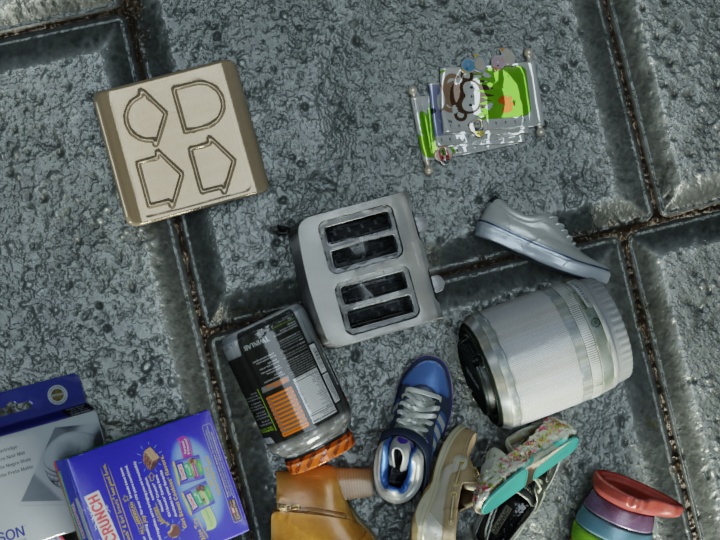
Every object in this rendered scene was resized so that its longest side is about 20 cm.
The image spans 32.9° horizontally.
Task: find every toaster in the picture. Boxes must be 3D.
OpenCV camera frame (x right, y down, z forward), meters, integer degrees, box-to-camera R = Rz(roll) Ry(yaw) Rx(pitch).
[{"bbox_3d":[0.000,0.000,1.615,0.199,0.119,0.182,-15,88,-8],"label":"toaster"}]

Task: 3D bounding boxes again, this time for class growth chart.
[{"bbox_3d":[0.163,-0.228,1.698,0.199,0.018,0.146,-17,89,-8],"label":"growth chart"}]

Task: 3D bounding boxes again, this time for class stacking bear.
[{"bbox_3d":[0.332,0.383,1.644,0.121,0.114,0.201,16,97,-35],"label":"stacking bear"}]

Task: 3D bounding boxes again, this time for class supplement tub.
[{"bbox_3d":[-0.090,0.156,1.597,0.122,0.123,0.201,-24,91,-7],"label":"supplement tub"}]

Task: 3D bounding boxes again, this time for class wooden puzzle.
[{"bbox_3d":[-0.240,-0.170,1.637,0.199,0.046,0.187,-15,90,-12],"label":"wooden puzzle"}]

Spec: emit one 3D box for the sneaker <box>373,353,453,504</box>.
[{"bbox_3d":[0.071,0.208,1.596,0.080,0.146,0.201,17,87,6],"label":"sneaker"}]

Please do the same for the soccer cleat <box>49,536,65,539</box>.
[{"bbox_3d":[-0.441,0.340,1.583,0.200,0.068,0.073,37,62,-1],"label":"soccer cleat"}]

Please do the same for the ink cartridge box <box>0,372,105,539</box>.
[{"bbox_3d":[-0.422,0.246,1.554,0.199,0.041,0.201,-15,84,-28],"label":"ink cartridge box"}]

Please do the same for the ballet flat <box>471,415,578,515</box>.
[{"bbox_3d":[0.203,0.251,1.596,0.199,0.076,0.064,-26,53,-36],"label":"ballet flat"}]

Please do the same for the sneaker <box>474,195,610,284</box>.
[{"bbox_3d":[0.257,-0.042,1.672,0.199,0.073,0.071,23,88,-5],"label":"sneaker"}]

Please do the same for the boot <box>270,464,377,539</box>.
[{"bbox_3d":[-0.047,0.362,1.626,0.143,0.071,0.203,-5,85,-1],"label":"boot"}]

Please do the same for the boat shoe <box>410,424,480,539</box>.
[{"bbox_3d":[0.125,0.287,1.598,0.069,0.074,0.200,13,44,16],"label":"boat shoe"}]

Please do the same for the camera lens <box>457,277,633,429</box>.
[{"bbox_3d":[0.239,0.109,1.618,0.199,0.160,0.161,-20,90,-7],"label":"camera lens"}]

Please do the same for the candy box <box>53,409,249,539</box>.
[{"bbox_3d":[-0.266,0.289,1.555,0.199,0.077,0.170,-16,84,-31],"label":"candy box"}]

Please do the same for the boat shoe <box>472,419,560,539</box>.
[{"bbox_3d":[0.223,0.296,1.655,0.070,0.064,0.201,29,83,-5],"label":"boat shoe"}]
